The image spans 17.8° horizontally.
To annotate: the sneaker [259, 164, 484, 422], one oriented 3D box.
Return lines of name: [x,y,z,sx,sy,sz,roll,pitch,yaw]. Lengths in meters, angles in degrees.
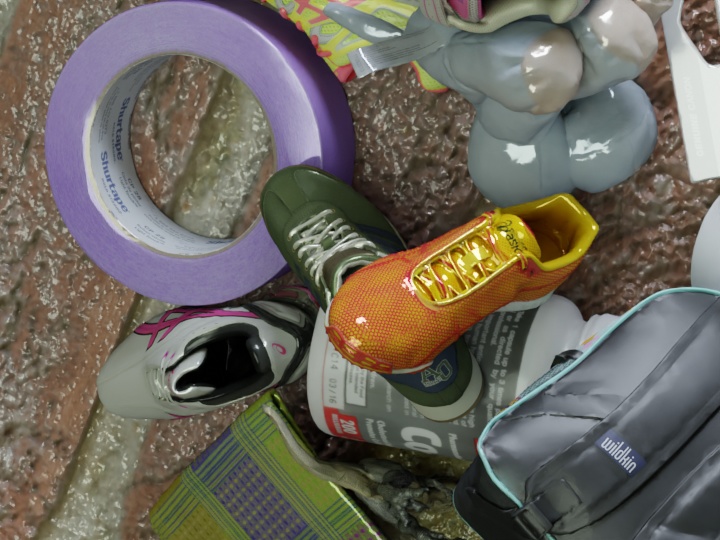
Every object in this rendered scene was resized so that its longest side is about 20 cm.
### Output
sneaker: [0.000,0.000,1.396,0.067,0.090,0.200,-39,67,0]

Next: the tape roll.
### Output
tape roll: [-0.107,-0.081,1.530,0.199,0.066,0.201,4,103,20]

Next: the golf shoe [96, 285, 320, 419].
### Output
golf shoe: [-0.112,0.060,1.535,0.200,0.092,0.073,-19,92,37]

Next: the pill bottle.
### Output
pill bottle: [0.077,0.065,1.464,0.199,0.114,0.114,9,104,19]

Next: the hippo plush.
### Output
hippo plush: [0.108,-0.096,1.387,0.199,0.159,0.161,-21,123,-2]

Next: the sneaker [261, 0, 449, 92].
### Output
sneaker: [-0.018,-0.168,1.473,0.199,0.078,0.091,19,109,15]

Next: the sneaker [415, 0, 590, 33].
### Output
sneaker: [0.050,-0.184,1.312,0.199,0.088,0.082,3,136,20]

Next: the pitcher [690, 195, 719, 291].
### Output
pitcher: [0.309,0.025,1.373,0.200,0.172,0.121,20,71,33]

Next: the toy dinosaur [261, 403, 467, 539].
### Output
toy dinosaur: [0.020,0.141,1.452,0.088,0.200,0.048,39,98,42]

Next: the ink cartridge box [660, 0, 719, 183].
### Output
ink cartridge box: [0.270,-0.164,1.384,0.176,0.045,0.201,-8,97,21]

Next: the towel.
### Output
towel: [-0.061,0.176,1.545,0.144,0.023,0.200,49,139,7]

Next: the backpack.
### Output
backpack: [0.172,0.116,1.305,0.176,0.153,0.200,43,72,14]

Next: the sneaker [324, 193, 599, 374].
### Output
sneaker: [0.056,-0.001,1.320,0.073,0.200,0.077,49,136,15]
